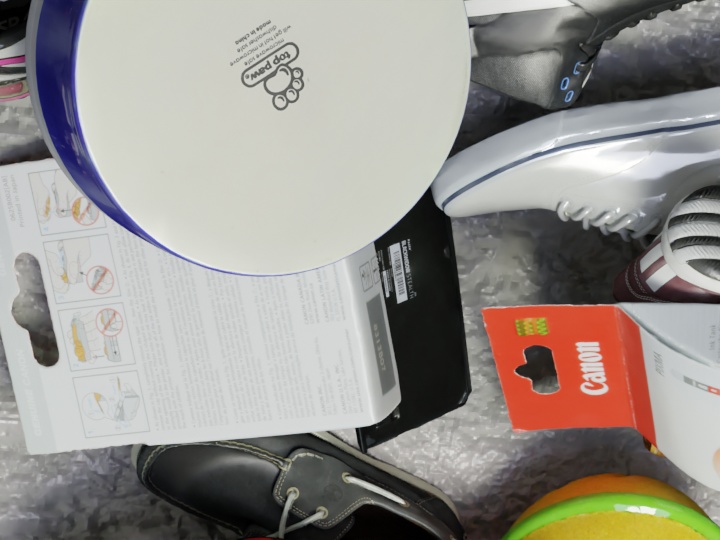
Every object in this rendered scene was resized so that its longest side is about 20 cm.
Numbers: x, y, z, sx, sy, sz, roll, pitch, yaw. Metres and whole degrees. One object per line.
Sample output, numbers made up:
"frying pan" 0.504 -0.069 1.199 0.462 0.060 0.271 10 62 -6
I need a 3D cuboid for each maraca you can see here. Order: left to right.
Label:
"maraca" 0.130 0.187 1.547 0.137 0.107 0.200 23 135 -13

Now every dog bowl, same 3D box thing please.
"dog bowl" -0.052 -0.100 1.286 0.200 0.079 0.200 -5 104 -21

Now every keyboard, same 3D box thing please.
"keyboard" 0.000 0.000 1.470 0.104 0.040 0.200 -22 121 -24

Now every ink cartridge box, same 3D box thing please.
"ink cartridge box" -0.090 0.006 1.419 0.200 0.057 0.163 -6 103 24
"ink cartridge box" 0.169 0.070 1.413 0.200 0.050 0.162 -2 153 9

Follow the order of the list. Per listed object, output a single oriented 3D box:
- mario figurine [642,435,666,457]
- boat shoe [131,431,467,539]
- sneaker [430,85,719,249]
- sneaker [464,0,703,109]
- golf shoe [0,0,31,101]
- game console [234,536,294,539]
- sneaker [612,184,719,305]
"mario figurine" 0.261 0.076 1.537 0.200 0.106 0.123 10 153 -3
"boat shoe" -0.030 0.130 1.509 0.200 0.068 0.072 21 114 -18
"sneaker" 0.137 -0.047 1.418 0.200 0.073 0.071 -12 76 6
"sneaker" 0.134 -0.138 1.393 0.200 0.073 0.112 -1 122 0
"golf shoe" -0.122 -0.142 1.324 0.200 0.092 0.073 -26 80 2
"game console" -0.019 0.216 1.532 0.177 0.031 0.200 10 142 -13
"sneaker" 0.220 0.014 1.427 0.200 0.076 0.116 16 150 -24
